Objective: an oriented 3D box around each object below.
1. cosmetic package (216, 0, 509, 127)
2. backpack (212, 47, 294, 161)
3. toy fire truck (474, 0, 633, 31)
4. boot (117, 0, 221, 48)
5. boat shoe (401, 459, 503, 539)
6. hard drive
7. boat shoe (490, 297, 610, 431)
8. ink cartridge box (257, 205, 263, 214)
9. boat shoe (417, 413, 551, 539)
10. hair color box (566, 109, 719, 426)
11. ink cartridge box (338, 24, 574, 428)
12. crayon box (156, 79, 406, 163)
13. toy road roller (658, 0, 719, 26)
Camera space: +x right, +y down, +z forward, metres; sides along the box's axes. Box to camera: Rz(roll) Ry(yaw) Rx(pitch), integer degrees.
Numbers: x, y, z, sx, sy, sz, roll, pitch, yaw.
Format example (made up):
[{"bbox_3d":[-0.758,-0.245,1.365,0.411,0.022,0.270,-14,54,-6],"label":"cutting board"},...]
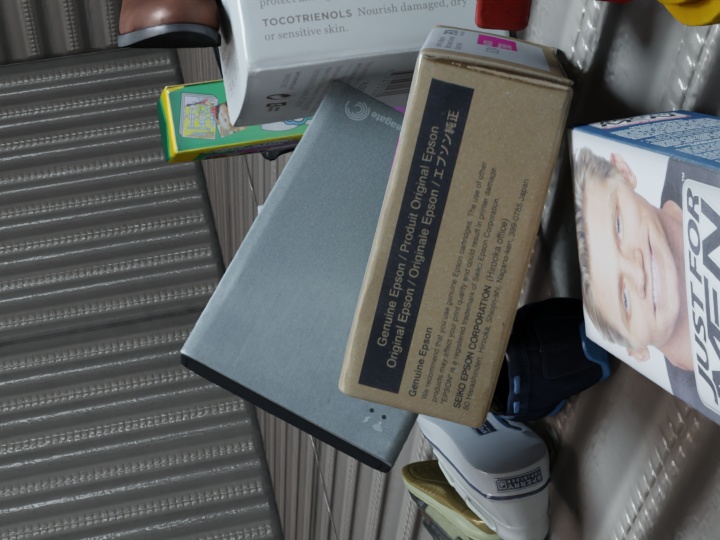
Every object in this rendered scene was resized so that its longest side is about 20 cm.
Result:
[{"bbox_3d":[-0.016,-0.216,0.948,0.167,0.165,0.201,141,120,-79],"label":"cosmetic package"},{"bbox_3d":[-0.096,-0.246,1.513,0.201,0.153,0.163,61,-175,-33],"label":"backpack"},{"bbox_3d":[0.079,-0.219,0.644,0.201,0.111,0.168,91,-171,-45],"label":"toy fire truck"},{"bbox_3d":[-0.124,-0.249,0.947,0.188,0.068,0.201,-101,12,-74],"label":"boot"},{"bbox_3d":[0.077,0.185,1.077,0.200,0.073,0.065,-155,61,-78],"label":"boat shoe"},{"bbox_3d":[0.000,0.000,0.873,0.201,0.139,0.033,-62,-2,-20],"label":"hard drive"},{"bbox_3d":[0.090,0.050,0.879,0.200,0.068,0.085,110,149,-71],"label":"boat shoe"},{"bbox_3d":[-0.038,-0.008,1.425,0.201,0.115,0.067,92,166,-47],"label":"ink cartridge box"},{"bbox_3d":[0.086,0.125,0.992,0.200,0.072,0.066,-138,35,-69],"label":"boat shoe"},{"bbox_3d":[0.142,-0.002,0.558,0.200,0.060,0.101,-136,38,-75],"label":"hair color box"},{"bbox_3d":[0.050,-0.033,0.738,0.200,0.075,0.166,-66,-11,-76],"label":"ink cartridge box"},{"bbox_3d":[-0.064,-0.133,1.202,0.173,0.199,0.059,-174,75,-80],"label":"crayon box"},{"bbox_3d":[0.092,-0.169,0.433,0.123,0.145,0.201,104,154,-66],"label":"toy road roller"}]
